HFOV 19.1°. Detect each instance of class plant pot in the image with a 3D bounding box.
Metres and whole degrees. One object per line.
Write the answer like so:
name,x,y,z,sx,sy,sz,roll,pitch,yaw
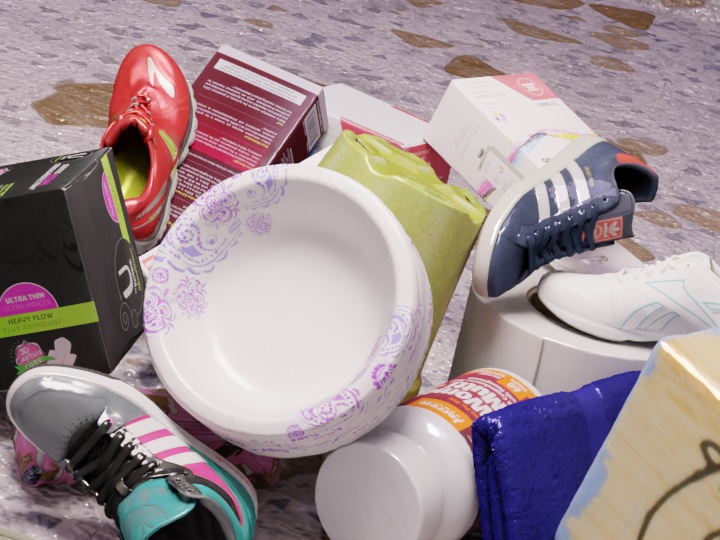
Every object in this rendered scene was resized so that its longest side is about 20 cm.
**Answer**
plant pot,0.000,0.000,1.666,0.200,0.185,0.200,29,11,-7

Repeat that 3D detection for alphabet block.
alphabet block,0.290,0.169,1.482,0.196,0.196,0.200,-9,42,-44

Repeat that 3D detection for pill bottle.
pill bottle,0.057,0.146,1.583,0.109,0.110,0.200,23,22,27

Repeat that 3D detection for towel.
towel,0.155,0.161,1.576,0.049,0.149,0.199,-10,0,42

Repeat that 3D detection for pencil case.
pencil case,-0.154,0.120,1.567,0.199,0.083,0.087,4,34,-24

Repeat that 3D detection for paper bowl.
paper bowl,-0.047,0.033,1.525,0.200,0.202,0.104,20,-12,20

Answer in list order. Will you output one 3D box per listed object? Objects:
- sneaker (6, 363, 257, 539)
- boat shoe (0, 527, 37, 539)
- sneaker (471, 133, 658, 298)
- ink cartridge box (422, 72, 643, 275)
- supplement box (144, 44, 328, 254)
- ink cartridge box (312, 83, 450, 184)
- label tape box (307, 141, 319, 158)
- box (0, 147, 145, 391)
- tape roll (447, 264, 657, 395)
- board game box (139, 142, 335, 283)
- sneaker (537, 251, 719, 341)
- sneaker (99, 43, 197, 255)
sneaker,-0.155,0.147,1.446,0.199,0.084,0.121,32,15,-15
boat shoe,-0.185,0.217,1.337,0.199,0.072,0.068,17,-17,31
sneaker,0.166,-0.037,1.680,0.084,0.075,0.200,25,49,26
ink cartridge box,0.163,-0.083,1.841,0.116,0.068,0.200,-11,50,-46
supplement box,-0.123,-0.088,1.837,0.108,0.061,0.200,25,63,19
ink cartridge box,-0.008,-0.049,1.943,0.145,0.201,0.083,25,26,32
label tape box,-0.135,-0.039,1.885,0.143,0.063,0.201,17,58,13
box,-0.278,0.005,1.612,0.199,0.149,0.124,-9,16,14
tape roll,0.173,0.093,1.754,0.201,0.140,0.203,11,20,-4
board game box,-0.088,-0.014,1.751,0.199,0.127,0.035,-32,62,-16
sneaker,0.238,0.019,1.670,0.199,0.081,0.070,12,20,13
sneaker,-0.180,-0.111,1.771,0.076,0.085,0.201,0,60,4
